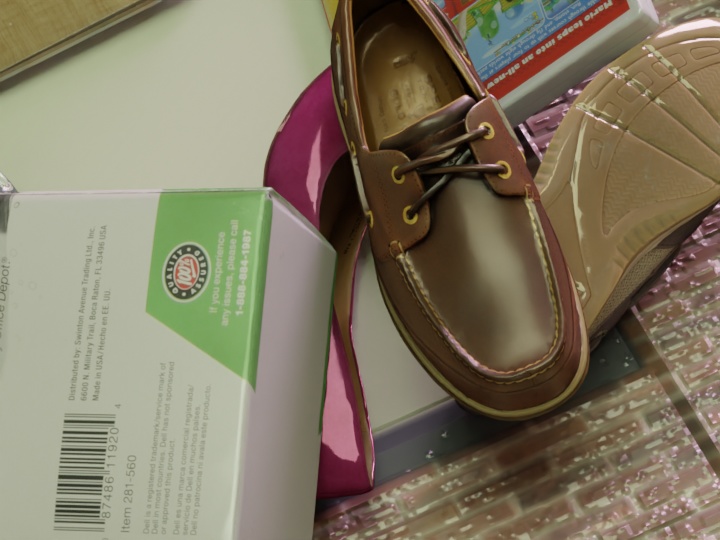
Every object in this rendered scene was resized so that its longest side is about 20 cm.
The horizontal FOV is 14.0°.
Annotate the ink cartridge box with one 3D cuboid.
[{"bbox_3d":[-0.120,0.048,1.130,0.199,0.084,0.147,0,75,19],"label":"ink cartridge box"}]

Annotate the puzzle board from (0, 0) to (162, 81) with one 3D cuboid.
[{"bbox_3d":[-0.176,-0.169,1.373,0.150,0.017,0.200,-28,55,-10],"label":"puzzle board"}]

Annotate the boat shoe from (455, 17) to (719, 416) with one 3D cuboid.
[{"bbox_3d":[0.097,-0.021,1.198,0.072,0.065,0.200,37,69,4],"label":"boat shoe"}]

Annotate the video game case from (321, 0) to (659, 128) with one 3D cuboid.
[{"bbox_3d":[0.043,-0.144,1.279,0.143,0.017,0.200,-34,50,23],"label":"video game case"}]

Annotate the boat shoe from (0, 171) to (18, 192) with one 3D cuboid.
[{"bbox_3d":[-0.220,-0.056,1.282,0.062,0.073,0.200,-11,38,-45],"label":"boat shoe"}]

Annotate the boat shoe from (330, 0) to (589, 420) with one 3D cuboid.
[{"bbox_3d":[0.030,-0.033,1.133,0.072,0.068,0.201,-21,57,0],"label":"boat shoe"}]

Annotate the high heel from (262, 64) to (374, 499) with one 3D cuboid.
[{"bbox_3d":[0.000,0.000,1.196,0.096,0.067,0.201,14,73,28],"label":"high heel"}]
